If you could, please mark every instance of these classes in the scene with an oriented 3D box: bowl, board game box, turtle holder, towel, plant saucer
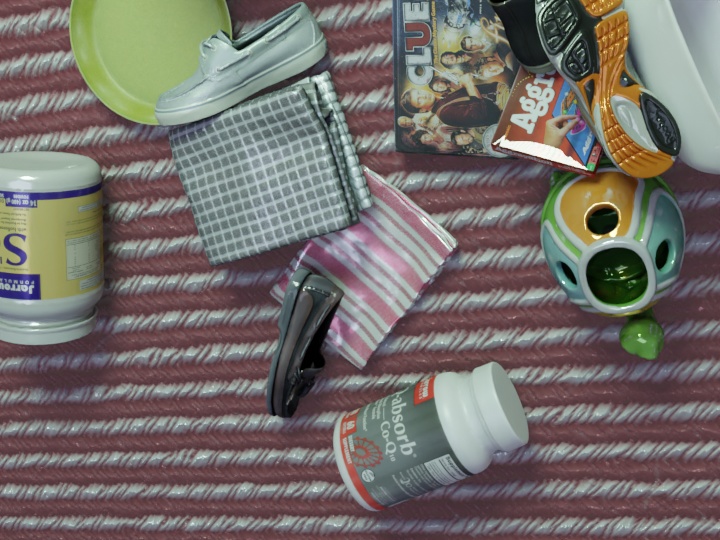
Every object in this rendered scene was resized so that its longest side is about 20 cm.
[{"bbox_3d":[0.314,-0.193,0.822,0.074,0.199,0.201,-18,103,49],"label":"bowl"},{"bbox_3d":[0.101,-0.216,0.921,0.134,0.035,0.202,5,118,14],"label":"board game box"},{"bbox_3d":[0.245,-0.010,0.896,0.139,0.132,0.187,9,122,5],"label":"turtle holder"},{"bbox_3d":[-0.101,-0.105,0.988,0.198,0.085,0.167,-16,96,25],"label":"towel"},{"bbox_3d":[-0.231,-0.267,1.021,0.198,0.031,0.202,4,107,13],"label":"plant saucer"},{"bbox_3d":[0.000,0.000,1.032,0.146,0.030,0.201,39,111,3],"label":"towel"},{"bbox_3d":[0.206,-0.195,0.868,0.102,0.019,0.202,18,79,22],"label":"board game box"}]

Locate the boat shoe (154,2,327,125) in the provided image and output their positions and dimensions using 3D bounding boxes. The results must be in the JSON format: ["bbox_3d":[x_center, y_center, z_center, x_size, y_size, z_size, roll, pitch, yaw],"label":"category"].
[{"bbox_3d":[-0.135,-0.222,0.960,0.199,0.070,0.072,-26,119,-2],"label":"boat shoe"}]

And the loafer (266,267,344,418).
[{"bbox_3d":[-0.064,0.095,1.041,0.062,0.072,0.202,18,121,11],"label":"loafer"}]

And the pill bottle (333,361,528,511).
[{"bbox_3d":[0.079,0.183,1.016,0.199,0.116,0.117,-26,97,19],"label":"pill bottle"}]

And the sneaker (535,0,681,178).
[{"bbox_3d":[0.203,-0.172,0.788,0.075,0.092,0.202,-24,95,7],"label":"sneaker"}]

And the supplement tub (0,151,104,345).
[{"bbox_3d":[-0.374,-0.029,1.063,0.144,0.145,0.202,7,106,13],"label":"supplement tub"}]

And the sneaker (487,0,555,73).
[{"bbox_3d":[0.193,-0.289,0.826,0.074,0.106,0.201,25,82,37],"label":"sneaker"}]
